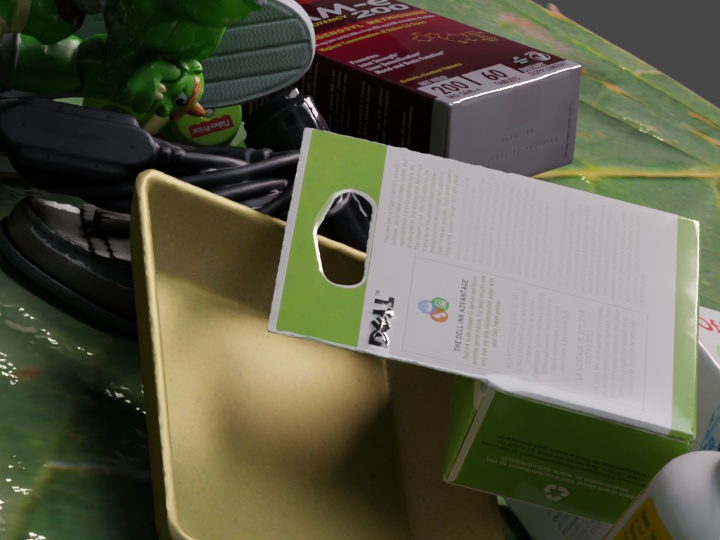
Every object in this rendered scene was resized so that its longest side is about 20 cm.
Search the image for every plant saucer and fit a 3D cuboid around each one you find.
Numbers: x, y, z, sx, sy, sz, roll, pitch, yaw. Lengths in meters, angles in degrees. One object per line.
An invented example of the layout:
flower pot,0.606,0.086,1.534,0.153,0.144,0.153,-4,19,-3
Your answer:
plant saucer,-0.028,0.072,1.202,0.200,0.048,0.200,21,45,-34

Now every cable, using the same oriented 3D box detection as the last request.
cable,-0.104,-0.048,1.306,0.200,0.051,0.163,9,-1,0

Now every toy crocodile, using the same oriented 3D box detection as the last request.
toy crocodile,-0.065,-0.042,1.423,0.200,0.062,0.068,42,-14,0

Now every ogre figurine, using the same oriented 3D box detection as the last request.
ogre figurine,-0.121,-0.131,1.269,0.120,0.200,0.098,16,42,-27

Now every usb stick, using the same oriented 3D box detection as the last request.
usb stick,0.000,0.000,1.363,0.033,0.055,0.200,-25,83,-34

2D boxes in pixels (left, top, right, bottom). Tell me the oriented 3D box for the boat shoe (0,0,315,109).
boat shoe,-0.123,-0.126,1.378,0.200,0.074,0.067,0,18,1

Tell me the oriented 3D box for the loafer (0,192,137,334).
loafer,-0.082,0.001,1.297,0.200,0.063,0.072,26,24,-26

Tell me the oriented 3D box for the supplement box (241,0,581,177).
supplement box,0.011,-0.103,1.433,0.200,0.061,0.109,24,30,39

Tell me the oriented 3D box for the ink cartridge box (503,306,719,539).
ink cartridge box,0.203,0.139,1.338,0.147,0.146,0.200,15,30,-45

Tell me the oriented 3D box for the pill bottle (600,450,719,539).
pill bottle,0.150,0.154,1.153,0.112,0.200,0.112,31,22,-14

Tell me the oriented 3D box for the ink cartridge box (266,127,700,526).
ink cartridge box,0.055,0.025,1.236,0.200,0.076,0.148,14,44,-5
